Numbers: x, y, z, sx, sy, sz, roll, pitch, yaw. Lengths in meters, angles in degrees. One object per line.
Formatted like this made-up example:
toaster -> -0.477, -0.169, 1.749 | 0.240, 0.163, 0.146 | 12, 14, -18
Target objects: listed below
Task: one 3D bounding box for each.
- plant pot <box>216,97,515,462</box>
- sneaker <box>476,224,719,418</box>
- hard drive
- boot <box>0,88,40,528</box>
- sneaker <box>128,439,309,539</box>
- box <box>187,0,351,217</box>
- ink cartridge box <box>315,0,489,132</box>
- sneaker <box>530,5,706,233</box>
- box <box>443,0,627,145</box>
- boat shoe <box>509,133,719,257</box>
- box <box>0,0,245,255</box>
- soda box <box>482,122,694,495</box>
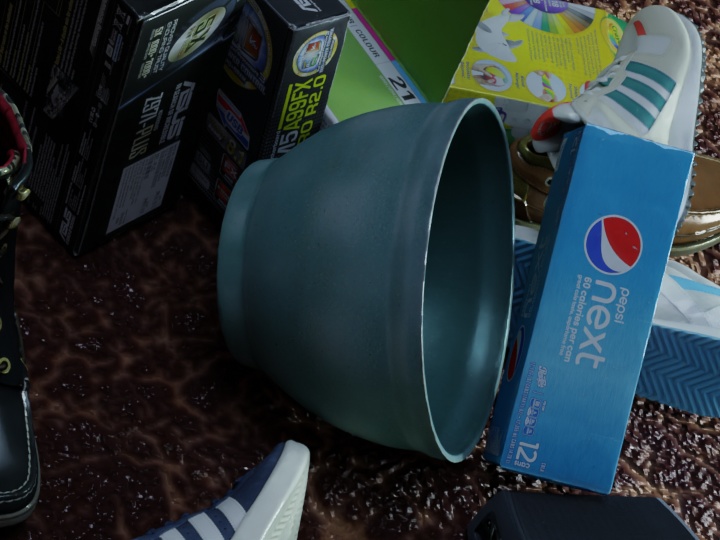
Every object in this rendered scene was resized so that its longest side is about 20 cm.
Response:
plant pot -> 0.000, 0.000, 1.110 | 0.133, 0.201, 0.201 | 5, 43, 18
sneaker -> 0.156, 0.024, 1.226 | 0.199, 0.077, 0.081 | 24, 30, -4
hard drive -> 0.143, 0.184, 1.049 | 0.134, 0.043, 0.200 | 5, 27, -18
boot -> -0.203, 0.014, 1.019 | 0.073, 0.154, 0.204 | -5, 53, -26
sneaker -> -0.090, 0.149, 1.010 | 0.084, 0.075, 0.200 | 16, 37, 14
box -> -0.096, -0.145, 1.184 | 0.044, 0.161, 0.200 | -21, 55, -34
ink cartridge box -> -0.018, -0.138, 1.196 | 0.075, 0.200, 0.148 | -17, 59, -33
sneaker -> 0.157, -0.100, 1.234 | 0.093, 0.070, 0.201 | 19, 53, -13
box -> 0.101, -0.141, 1.356 | 0.199, 0.048, 0.118 | 9, 48, -12
boat shoe -> 0.180, -0.056, 1.300 | 0.199, 0.068, 0.072 | -4, 52, -26
box -> -0.165, -0.139, 1.135 | 0.086, 0.200, 0.164 | -31, 67, -37
soda box -> 0.130, 0.022, 1.135 | 0.067, 0.064, 0.201 | 15, 88, -5
